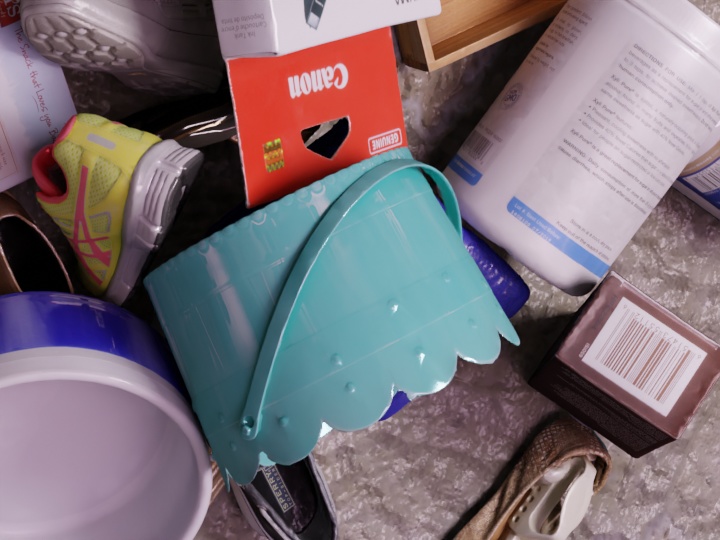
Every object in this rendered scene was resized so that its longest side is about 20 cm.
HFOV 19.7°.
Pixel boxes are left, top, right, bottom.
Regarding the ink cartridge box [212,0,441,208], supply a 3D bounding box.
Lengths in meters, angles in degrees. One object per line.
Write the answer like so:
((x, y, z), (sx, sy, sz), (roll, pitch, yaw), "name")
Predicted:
((-0.014, -0.140, 1.205), (0.200, 0.043, 0.174), (-24, 107, -58), "ink cartridge box")

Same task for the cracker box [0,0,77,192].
((-0.270, -0.093, 1.192), (0.200, 0.058, 0.134), (-27, 118, -23), "cracker box")

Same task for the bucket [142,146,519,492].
((-0.019, 0.025, 1.214), (0.207, 0.207, 0.135), (-27, 89, -23), "bucket")

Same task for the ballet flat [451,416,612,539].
((0.114, 0.196, 1.510), (0.070, 0.065, 0.200), (38, 83, -34), "ballet flat")

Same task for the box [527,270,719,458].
((0.182, 0.069, 1.426), (0.100, 0.200, 0.075), (34, 81, 4), "box")

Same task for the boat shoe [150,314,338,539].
((-0.071, 0.105, 1.350), (0.073, 0.068, 0.200), (-31, 117, -21), "boat shoe")

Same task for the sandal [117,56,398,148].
((-0.067, -0.092, 1.304), (0.200, 0.082, 0.055), (-24, 109, -22), "sandal")

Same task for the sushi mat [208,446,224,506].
((-0.128, 0.129, 1.370), (0.096, 0.012, 0.200), (41, 80, -32), "sushi mat")

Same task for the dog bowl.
((-0.193, 0.112, 1.237), (0.199, 0.079, 0.201), (-8, 129, -10), "dog bowl")

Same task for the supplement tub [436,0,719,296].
((0.157, -0.096, 1.396), (0.132, 0.132, 0.200), (34, 97, -34), "supplement tub")

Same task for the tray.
((0.107, -0.219, 1.408), (0.200, 0.037, 0.099), (-26, 116, -23), "tray")

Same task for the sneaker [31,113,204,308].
((-0.152, -0.043, 1.224), (0.090, 0.200, 0.078), (27, 65, -4), "sneaker")

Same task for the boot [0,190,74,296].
((-0.194, 0.044, 1.269), (0.074, 0.075, 0.200), (-33, 119, -22), "boot")

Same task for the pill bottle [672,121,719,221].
((0.290, -0.084, 1.515), (0.200, 0.111, 0.111), (31, 86, -34), "pill bottle")

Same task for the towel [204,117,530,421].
((0.000, 0.000, 1.373), (0.148, 0.050, 0.200), (-40, 126, 11), "towel")

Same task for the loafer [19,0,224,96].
((-0.139, -0.150, 1.217), (0.200, 0.070, 0.070), (15, 74, -71), "loafer")
